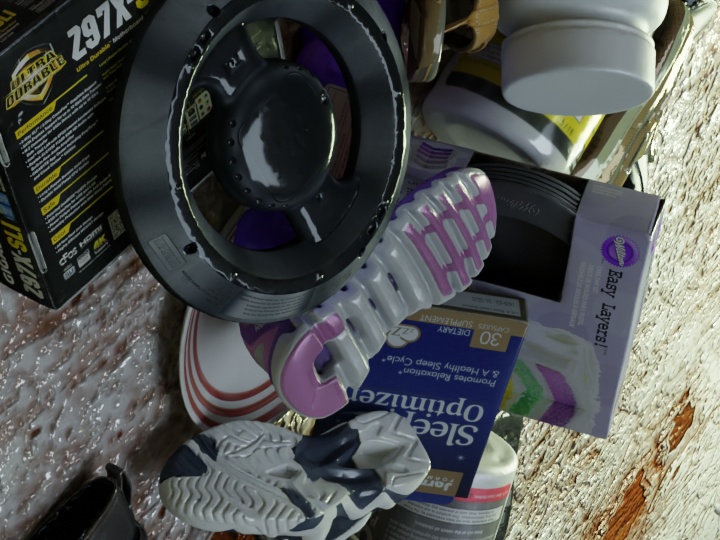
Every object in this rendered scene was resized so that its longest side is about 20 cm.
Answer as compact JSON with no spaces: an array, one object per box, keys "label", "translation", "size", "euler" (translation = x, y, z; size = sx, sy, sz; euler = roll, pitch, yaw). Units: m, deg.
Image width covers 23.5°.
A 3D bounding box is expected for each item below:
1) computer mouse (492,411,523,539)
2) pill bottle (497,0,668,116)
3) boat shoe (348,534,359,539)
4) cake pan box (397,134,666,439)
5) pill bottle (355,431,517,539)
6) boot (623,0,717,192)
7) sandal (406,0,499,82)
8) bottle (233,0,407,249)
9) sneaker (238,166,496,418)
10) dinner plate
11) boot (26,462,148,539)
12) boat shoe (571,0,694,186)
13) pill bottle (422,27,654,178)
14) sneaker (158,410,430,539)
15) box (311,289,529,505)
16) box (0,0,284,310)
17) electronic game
[{"label":"computer mouse","translation":[0.098,0.153,1.451],"size":[0.138,0.052,0.201],"euler":[3,99,-60]},{"label":"pill bottle","translation":[0.138,-0.207,1.093],"size":[0.114,0.114,0.201],"euler":[22,67,-61]},{"label":"boat shoe","translation":[-0.047,0.285,1.285],"size":[0.068,0.074,0.201],"euler":[-18,128,-59]},{"label":"cake pan box","translation":[0.103,0.010,1.186],"size":[0.052,0.183,0.201],"euler":[-65,166,-48]},{"label":"pill bottle","translation":[0.044,0.219,1.345],"size":[0.110,0.110,0.201],"euler":[-8,119,-56]},{"label":"boot","translation":[0.228,-0.153,1.386],"size":[0.168,0.076,0.201],"euler":[-44,135,-27]},{"label":"sandal","translation":[0.060,-0.162,1.061],"size":[0.200,0.054,0.081],"euler":[-55,149,-74]},{"label":"bottle","translation":[-0.018,-0.088,1.021],"size":[0.084,0.065,0.201],"euler":[114,-7,-71]},{"label":"sneaker","translation":[0.000,0.000,1.078],"size":[0.200,0.088,0.081],"euler":[-42,129,-21]},{"label":"dinner plate","translation":[-0.055,0.014,1.116],"size":[0.200,0.024,0.201],"euler":[-37,140,-39]},{"label":"boot","translation":[-0.179,0.233,1.056],"size":[0.200,0.069,0.174],"euler":[-58,145,-20]},{"label":"boat shoe","translation":[0.190,-0.106,1.273],"size":[0.076,0.072,0.200],"euler":[25,105,-34]},{"label":"pill bottle","translation":[0.138,-0.164,1.201],"size":[0.201,0.114,0.114],"euler":[-58,150,-11]},{"label":"sneaker","translation":[-0.062,0.158,1.143],"size":[0.198,0.080,0.130],"euler":[-12,150,-42]},{"label":"box","translation":[0.033,0.095,1.195],"size":[0.032,0.120,0.201],"euler":[-92,-166,-51]},{"label":"box","translation":[-0.123,-0.100,0.892],"size":[0.200,0.049,0.160],"euler":[-46,143,-30]},{"label":"electronic game","translation":[-0.048,-0.071,0.908],"size":[0.199,0.041,0.201],"euler":[-10,105,-42]}]
